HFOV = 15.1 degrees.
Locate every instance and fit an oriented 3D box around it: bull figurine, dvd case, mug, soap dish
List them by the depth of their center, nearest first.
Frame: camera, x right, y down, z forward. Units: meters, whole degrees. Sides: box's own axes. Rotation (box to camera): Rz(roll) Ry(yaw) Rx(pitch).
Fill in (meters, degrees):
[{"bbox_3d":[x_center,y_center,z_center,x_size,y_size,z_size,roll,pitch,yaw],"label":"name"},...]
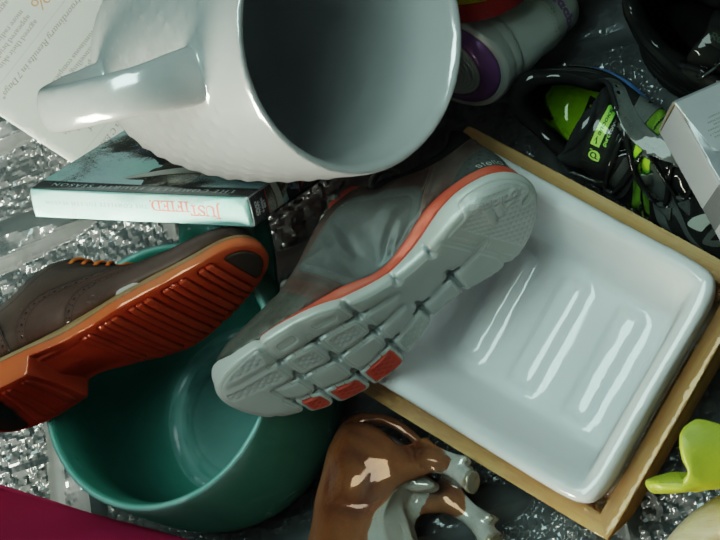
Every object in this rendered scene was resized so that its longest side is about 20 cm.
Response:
[{"bbox_3d":[-0.077,-0.111,1.421,0.175,0.200,0.148,-1,108,51],"label":"mug"},{"bbox_3d":[0.102,0.034,1.479,0.200,0.081,0.158,30,91,31],"label":"soap dish"},{"bbox_3d":[0.007,0.179,1.487,0.121,0.065,0.201,7,87,33],"label":"bull figurine"},{"bbox_3d":[-0.077,0.060,1.549,0.152,0.114,0.185,42,96,31],"label":"mug"},{"bbox_3d":[-0.073,-0.070,1.551,0.146,0.200,0.022,3,114,30],"label":"dvd case"}]

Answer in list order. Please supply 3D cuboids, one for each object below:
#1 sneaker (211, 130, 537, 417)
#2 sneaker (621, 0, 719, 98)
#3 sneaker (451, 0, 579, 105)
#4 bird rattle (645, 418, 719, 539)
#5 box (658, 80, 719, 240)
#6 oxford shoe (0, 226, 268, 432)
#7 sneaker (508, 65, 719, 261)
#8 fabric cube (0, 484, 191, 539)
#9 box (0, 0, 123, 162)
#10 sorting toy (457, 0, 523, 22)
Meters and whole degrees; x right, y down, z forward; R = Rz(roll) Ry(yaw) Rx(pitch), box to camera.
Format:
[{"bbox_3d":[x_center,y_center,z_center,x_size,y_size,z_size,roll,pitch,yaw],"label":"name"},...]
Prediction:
[{"bbox_3d":[0.000,0.000,1.459,0.200,0.077,0.082,-35,49,-1],"label":"sneaker"},{"bbox_3d":[0.217,-0.100,1.450,0.200,0.091,0.076,29,90,29],"label":"sneaker"},{"bbox_3d":[0.042,-0.153,1.583,0.100,0.075,0.200,-36,41,-27],"label":"sneaker"},{"bbox_3d":[0.224,0.168,1.388,0.200,0.113,0.163,49,112,17],"label":"bird rattle"},{"bbox_3d":[0.265,-0.023,1.365,0.156,0.041,0.200,-24,74,-14],"label":"box"},{"bbox_3d":[-0.141,0.015,1.490,0.200,0.071,0.073,-27,58,19],"label":"oxford shoe"},{"bbox_3d":[0.153,-0.057,1.459,0.199,0.083,0.071,34,111,43],"label":"sneaker"},{"bbox_3d":[-0.199,0.241,1.480,0.196,0.199,0.201,10,102,32],"label":"fabric cube"},{"bbox_3d":[-0.190,-0.174,1.616,0.152,0.200,0.106,-50,40,6],"label":"box"},{"bbox_3d":[0.036,-0.214,1.542,0.199,0.070,0.199,12,43,30],"label":"sorting toy"}]
